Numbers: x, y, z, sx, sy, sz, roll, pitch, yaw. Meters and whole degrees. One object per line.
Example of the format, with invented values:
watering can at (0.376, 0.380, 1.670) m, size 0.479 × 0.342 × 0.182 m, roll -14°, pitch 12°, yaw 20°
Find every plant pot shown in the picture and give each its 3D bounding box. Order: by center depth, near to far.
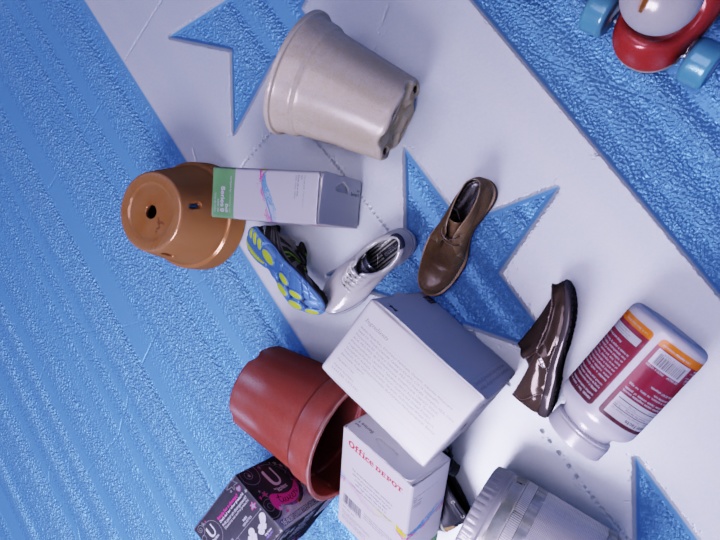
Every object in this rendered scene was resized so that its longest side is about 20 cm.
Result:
plant pot at (-0.018, -0.265, 0.988) m, size 0.183 × 0.200 × 0.201 m, roll 28°, pitch 102°, yaw 10°
plant pot at (-0.090, 0.224, 1.024) m, size 0.195 × 0.201 × 0.201 m, roll 23°, pitch 100°, yaw 31°
plant pot at (-0.326, -0.102, 1.148) m, size 0.200 × 0.140 × 0.200 m, roll 0°, pitch 90°, yaw 25°

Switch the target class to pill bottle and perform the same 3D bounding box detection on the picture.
pill bottle at (0.346, 0.151, 0.852) m, size 0.113 × 0.113 × 0.200 m, roll 42°, pitch 107°, yaw 19°

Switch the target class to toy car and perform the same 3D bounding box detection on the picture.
toy car at (0.378, -0.345, 0.780) m, size 0.184 × 0.200 × 0.177 m, roll 39°, pitch 106°, yaw 19°

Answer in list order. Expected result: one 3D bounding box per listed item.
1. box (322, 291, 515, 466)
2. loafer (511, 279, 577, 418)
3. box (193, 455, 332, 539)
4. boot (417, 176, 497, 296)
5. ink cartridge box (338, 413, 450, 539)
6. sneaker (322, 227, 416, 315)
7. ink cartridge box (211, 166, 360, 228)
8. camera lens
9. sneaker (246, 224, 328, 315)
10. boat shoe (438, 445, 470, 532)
box at (0.089, 0.142, 0.924) m, size 0.200 × 0.199 × 0.131 m, roll 41°, pitch 107°, yaw 19°
loafer at (0.258, 0.107, 0.914) m, size 0.071 × 0.073 × 0.200 m, roll 14°, pitch 96°, yaw 24°
box at (-0.142, 0.379, 1.036) m, size 0.115 × 0.200 × 0.132 m, roll 42°, pitch 107°, yaw 18°
boot at (0.134, -0.051, 0.970) m, size 0.074 × 0.075 × 0.200 m, roll 30°, pitch 104°, yaw 20°
ink cartridge box at (0.045, 0.325, 0.954) m, size 0.145 × 0.084 × 0.200 m, roll 32°, pitch 130°, yaw 39°
sneaker at (0.000, 0.000, 1.034) m, size 0.200 × 0.071 × 0.073 m, roll -44°, pitch 74°, yaw 19°
ink cartridge box at (-0.118, -0.118, 1.046) m, size 0.200 × 0.145 × 0.088 m, roll 5°, pitch 93°, yaw 25°
camera lens at (0.242, 0.387, 0.878) m, size 0.200 × 0.160 × 0.160 m, roll 27°, pitch 102°, yaw 22°
sneaker at (-0.112, -0.010, 1.077) m, size 0.200 × 0.083 × 0.071 m, roll 49°, pitch 140°, yaw 26°
boat shoe at (0.120, 0.298, 0.985) m, size 0.062 × 0.075 × 0.200 m, roll -19°, pitch 88°, yaw 19°
